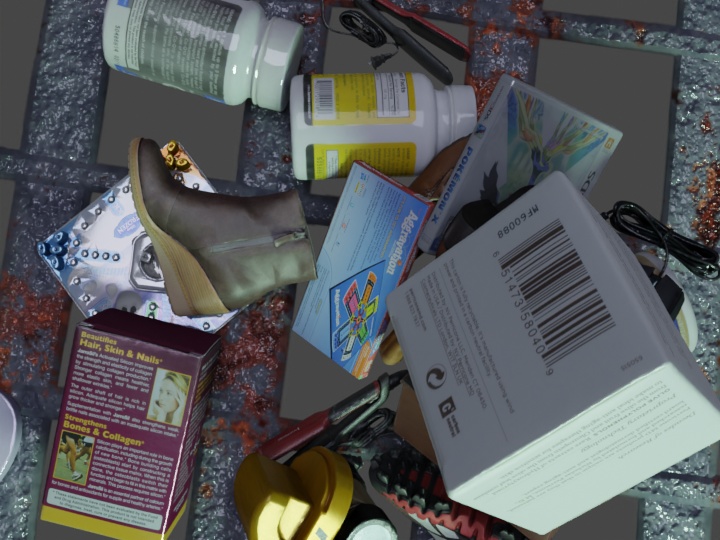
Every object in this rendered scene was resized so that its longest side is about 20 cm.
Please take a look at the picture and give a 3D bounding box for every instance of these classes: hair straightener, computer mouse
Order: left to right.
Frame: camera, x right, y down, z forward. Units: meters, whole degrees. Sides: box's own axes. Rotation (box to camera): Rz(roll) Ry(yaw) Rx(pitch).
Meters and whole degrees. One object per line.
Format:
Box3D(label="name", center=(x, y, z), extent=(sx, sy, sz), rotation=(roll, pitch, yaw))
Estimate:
Box3D(label="hair straightener", center=(-0.014, 0.175, 0.916), extent=(0.198, 0.041, 0.078), rotation=(-33, 111, -11))
Box3D(label="hair straightener", center=(0.026, -0.272, 0.965), extent=(0.199, 0.041, 0.078), rotation=(35, 83, 2))
Box3D(label="computer mouse", center=(0.250, 0.014, 0.828), extent=(0.140, 0.046, 0.200), rotation=(38, 74, 23))

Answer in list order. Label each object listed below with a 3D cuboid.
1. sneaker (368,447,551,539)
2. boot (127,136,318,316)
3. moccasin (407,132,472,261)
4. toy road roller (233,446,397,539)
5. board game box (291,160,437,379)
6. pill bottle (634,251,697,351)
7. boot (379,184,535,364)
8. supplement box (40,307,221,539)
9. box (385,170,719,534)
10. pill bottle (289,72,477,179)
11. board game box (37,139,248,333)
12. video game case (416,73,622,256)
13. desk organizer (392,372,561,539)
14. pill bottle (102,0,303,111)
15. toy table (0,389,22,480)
Box3D(label="sneaker", center=(0.095, 0.258, 0.883), extent=(0.197, 0.099, 0.071), rotation=(22, 42, 12))
Box3D(label="boot", center=(-0.144, -0.061, 0.891), extent=(0.163, 0.072, 0.204), rotation=(-17, 95, 2))
Box3D(label="moccasin", center=(0.082, -0.066, 0.885), extent=(0.200, 0.073, 0.079), rotation=(-37, 45, 20))
Box3D(label="toy road roller", center=(-0.072, 0.267, 0.827), extent=(0.145, 0.123, 0.202), rotation=(30, 94, -25))
Box3D(label="board game box", center=(0.000, 0.000, 0.883), extent=(0.102, 0.019, 0.203), rotation=(33, 112, 28))
Box3D(label="pill bottle", center=(0.238, 0.073, 0.894), extent=(0.197, 0.120, 0.121), rotation=(-25, 85, -4))
Box3D(label="boot", center=(0.129, 0.016, 0.849), extent=(0.186, 0.202, 0.069), rotation=(-17, 56, -39))
Box3D(label="supplement box", center=(-0.230, 0.156, 0.859), extent=(0.128, 0.103, 0.204), rotation=(14, 96, 0))
Box3D(label="box", center=(0.160, 0.075, 0.712), extent=(0.199, 0.170, 0.201), rotation=(-36, 48, 21))
Box3D(label="pill bottle", center=(0.023, -0.156, 0.917), extent=(0.196, 0.111, 0.114), rotation=(-1, 83, -2))
Box3D(label="board game box", center=(-0.224, -0.010, 0.935), extent=(0.199, 0.026, 0.201), rotation=(-38, 86, -6))
Box3D(label="video game case", center=(0.167, -0.085, 0.863), extent=(0.022, 0.198, 0.185), rotation=(43, 113, 43))
Box3D(label="desk organizer", center=(0.129, 0.175, 0.850), extent=(0.199, 0.078, 0.071), rotation=(35, 45, 26))
Box3D(label="pill bottle", center=(-0.167, -0.247, 0.920), extent=(0.196, 0.114, 0.116), rotation=(17, 83, 0))
Box3D(label="toy table", center=(-0.454, 0.198, 0.858), extent=(0.183, 0.117, 0.201), rotation=(41, 85, 3))
